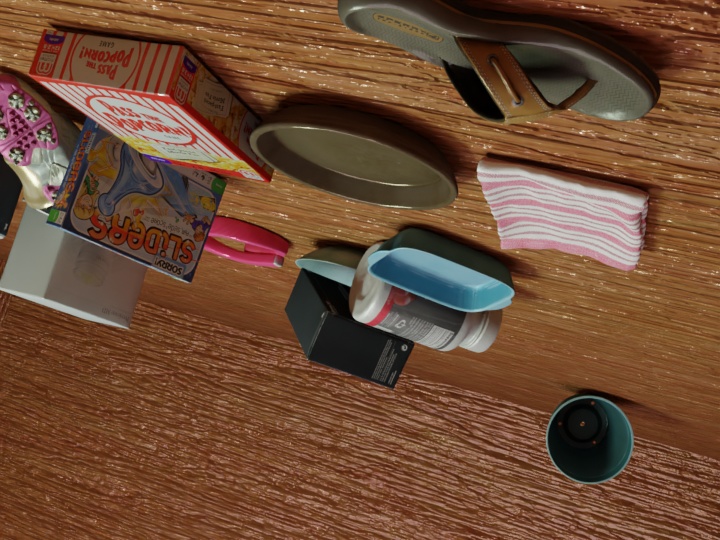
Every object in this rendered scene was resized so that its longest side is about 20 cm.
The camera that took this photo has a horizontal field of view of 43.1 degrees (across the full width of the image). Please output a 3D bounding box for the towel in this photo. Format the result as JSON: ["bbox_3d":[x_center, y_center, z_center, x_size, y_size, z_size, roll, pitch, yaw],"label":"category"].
[{"bbox_3d":[0.187,-0.046,0.834,0.144,0.030,0.200,13,169,18],"label":"towel"}]

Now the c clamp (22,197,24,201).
[{"bbox_3d":[-0.556,-0.101,1.796,0.169,0.028,0.198,25,168,-39],"label":"c clamp"}]

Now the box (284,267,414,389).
[{"bbox_3d":[-0.022,0.080,1.326,0.139,0.080,0.200,24,-170,-20],"label":"box"}]

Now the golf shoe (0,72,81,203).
[{"bbox_3d":[-0.362,-0.154,1.041,0.074,0.093,0.201,-19,139,4],"label":"golf shoe"}]

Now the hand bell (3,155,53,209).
[{"bbox_3d":[-0.436,-0.174,1.100,0.103,0.105,0.200,9,155,36],"label":"hand bell"}]

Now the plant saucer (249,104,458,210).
[{"bbox_3d":[-0.004,-0.102,0.833,0.196,0.030,0.200,15,168,3],"label":"plant saucer"}]

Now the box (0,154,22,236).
[{"bbox_3d":[-0.648,-0.152,1.386,0.195,0.125,0.200,17,172,4],"label":"box"}]

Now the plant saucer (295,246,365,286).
[{"bbox_3d":[0.000,0.000,1.377,0.197,0.039,0.201,17,169,3],"label":"plant saucer"}]

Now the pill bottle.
[{"bbox_3d":[0.092,0.045,1.248,0.197,0.113,0.110,20,170,-21],"label":"pill bottle"}]

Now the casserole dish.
[{"bbox_3d":[0.102,-0.002,1.135,0.197,0.039,0.121,21,155,-20],"label":"casserole dish"}]

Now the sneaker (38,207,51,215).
[{"bbox_3d":[-0.409,-0.119,1.348,0.196,0.075,0.112,8,167,2],"label":"sneaker"}]

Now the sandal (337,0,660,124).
[{"bbox_3d":[0.076,-0.120,0.538,0.196,0.056,0.082,18,170,-5],"label":"sandal"}]

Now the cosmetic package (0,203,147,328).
[{"bbox_3d":[-0.460,-0.029,1.514,0.121,0.204,0.199,10,169,31],"label":"cosmetic package"}]

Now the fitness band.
[{"bbox_3d":[-0.203,-0.047,1.467,0.142,0.038,0.198,26,166,-40],"label":"fitness band"}]

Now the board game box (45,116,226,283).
[{"bbox_3d":[-0.258,-0.081,1.078,0.034,0.138,0.199,13,171,40],"label":"board game box"}]

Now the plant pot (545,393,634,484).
[{"bbox_3d":[0.538,0.382,2.168,0.196,0.204,0.188,15,-175,8],"label":"plant pot"}]

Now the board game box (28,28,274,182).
[{"bbox_3d":[-0.181,-0.148,0.841,0.149,0.047,0.200,12,169,23],"label":"board game box"}]
